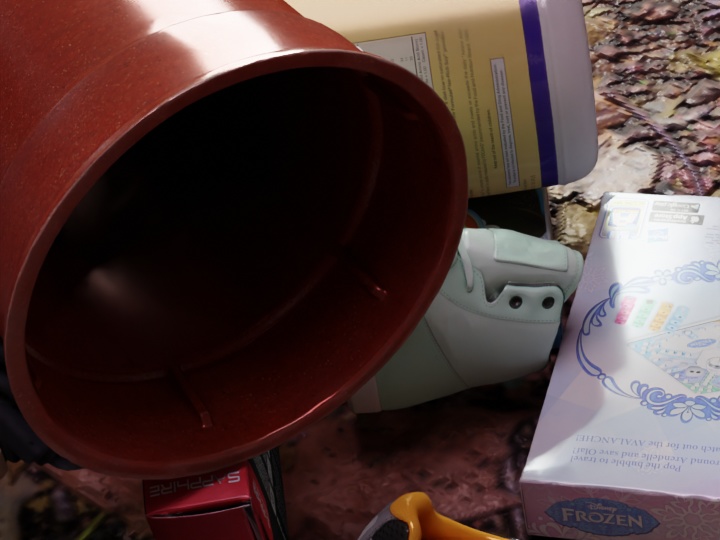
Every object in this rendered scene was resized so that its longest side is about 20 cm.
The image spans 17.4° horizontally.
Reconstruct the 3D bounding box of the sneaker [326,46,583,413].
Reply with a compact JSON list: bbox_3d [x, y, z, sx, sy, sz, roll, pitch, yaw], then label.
[{"bbox_3d":[0.040,-0.026,1.072,0.118,0.201,0.074,-10,40,-2],"label":"sneaker"}]

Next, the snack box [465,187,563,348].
[{"bbox_3d":[0.000,0.000,1.200,0.199,0.037,0.116,-7,42,5],"label":"snack box"}]

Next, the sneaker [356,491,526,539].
[{"bbox_3d":[0.081,0.154,0.947,0.200,0.077,0.078,19,32,-1],"label":"sneaker"}]

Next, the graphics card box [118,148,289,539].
[{"bbox_3d":[-0.069,0.055,1.060,0.051,0.126,0.200,-10,54,4],"label":"graphics card box"}]

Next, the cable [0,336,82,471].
[{"bbox_3d":[-0.199,0.027,1.031,0.051,0.163,0.200,-53,30,-9],"label":"cable"}]

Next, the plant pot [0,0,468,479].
[{"bbox_3d":[-0.092,-0.053,0.957,0.200,0.201,0.195,-27,48,-17],"label":"plant pot"}]

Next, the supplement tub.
[{"bbox_3d":[0.012,-0.102,1.174,0.199,0.146,0.146,-8,41,3],"label":"supplement tub"}]

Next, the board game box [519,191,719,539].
[{"bbox_3d":[0.193,0.048,1.097,0.199,0.043,0.199,5,43,17],"label":"board game box"}]

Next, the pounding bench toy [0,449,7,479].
[{"bbox_3d":[-0.249,0.152,0.997,0.124,0.156,0.200,27,54,36],"label":"pounding bench toy"}]
